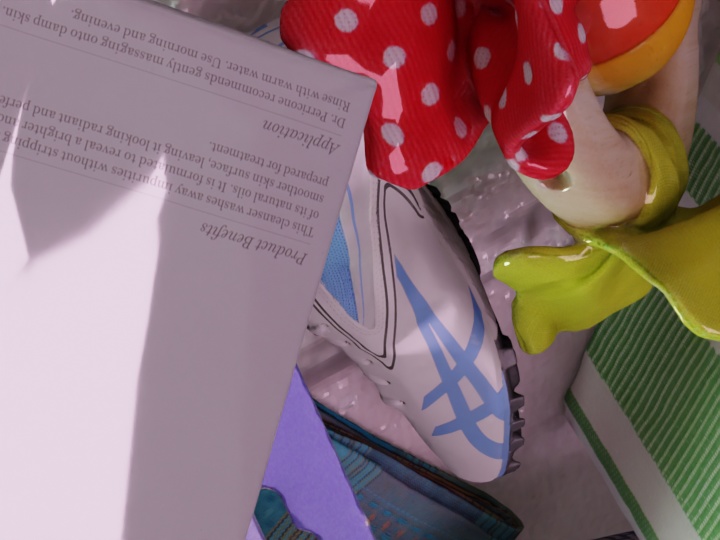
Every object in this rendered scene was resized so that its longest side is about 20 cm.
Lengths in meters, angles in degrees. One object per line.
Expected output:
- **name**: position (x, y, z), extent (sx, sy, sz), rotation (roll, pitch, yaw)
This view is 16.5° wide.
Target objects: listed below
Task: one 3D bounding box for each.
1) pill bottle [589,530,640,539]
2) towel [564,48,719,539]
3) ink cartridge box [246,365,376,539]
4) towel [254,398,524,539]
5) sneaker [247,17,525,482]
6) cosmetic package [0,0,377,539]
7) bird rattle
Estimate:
- **pill bottle**: position (0.097, 0.152, 0.872), extent (0.199, 0.120, 0.120), rotation (-10, 126, -15)
- **towel**: position (0.131, 0.003, 0.810), extent (0.023, 0.153, 0.201), rotation (12, 115, -21)
- **ink cartridge box**: position (-0.085, 0.125, 0.746), extent (0.199, 0.047, 0.198), rotation (-24, 113, 1)
- **towel**: position (-0.043, 0.142, 0.872), extent (0.146, 0.022, 0.200), rotation (31, 100, -43)
- **sneaker**: position (0.000, 0.000, 0.775), extent (0.072, 0.072, 0.200), rotation (-25, 133, 3)
- **cosmetic package**: position (-0.083, 0.029, 0.615), extent (0.112, 0.081, 0.201), rotation (18, 90, -27)
- **bird rattle**: position (0.055, -0.066, 0.726), extent (0.112, 0.164, 0.200), rotation (-18, 137, 33)
